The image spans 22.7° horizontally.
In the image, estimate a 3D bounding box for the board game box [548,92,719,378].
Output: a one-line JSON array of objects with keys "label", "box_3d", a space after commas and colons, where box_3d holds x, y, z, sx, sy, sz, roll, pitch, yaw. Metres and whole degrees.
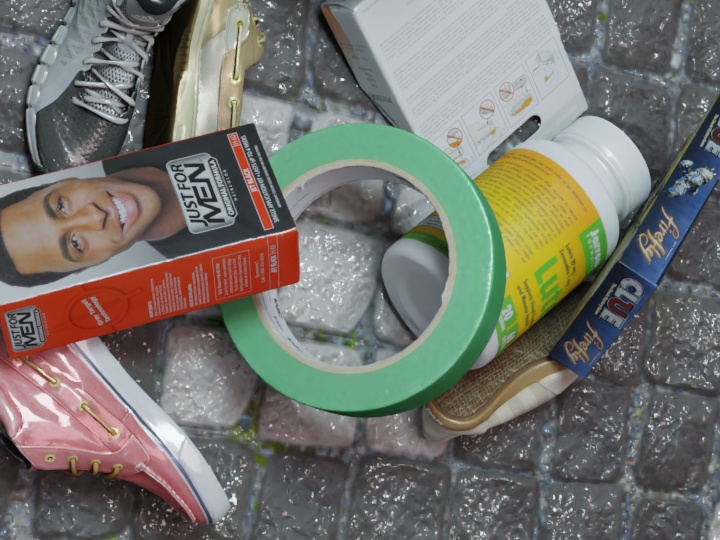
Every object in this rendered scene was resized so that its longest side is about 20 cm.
[{"label": "board game box", "box_3d": [0.220, -0.027, 1.343, 0.035, 0.136, 0.200, 34, 54, 4]}]

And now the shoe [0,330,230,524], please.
[{"label": "shoe", "box_3d": [-0.181, 0.115, 1.210, 0.091, 0.071, 0.200, -43, 102, -19]}]

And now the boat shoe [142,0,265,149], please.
[{"label": "boat shoe", "box_3d": [-0.103, -0.154, 1.253, 0.066, 0.074, 0.201, 9, 95, -29]}]

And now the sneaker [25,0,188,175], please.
[{"label": "sneaker", "box_3d": [-0.164, -0.150, 1.193, 0.075, 0.115, 0.201, 17, 82, -25]}]

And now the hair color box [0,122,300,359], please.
[{"label": "hair color box", "box_3d": [-0.149, -0.021, 1.180, 0.199, 0.061, 0.102, -16, 54, -12]}]

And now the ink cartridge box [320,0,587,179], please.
[{"label": "ink cartridge box", "box_3d": [0.077, -0.164, 1.366, 0.162, 0.050, 0.201, -41, 124, -22]}]

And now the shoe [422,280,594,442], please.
[{"label": "shoe", "box_3d": [0.123, 0.070, 1.374, 0.199, 0.054, 0.070, -30, 62, -27]}]

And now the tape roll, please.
[{"label": "tape roll", "box_3d": [0.000, 0.000, 1.243, 0.199, 0.048, 0.202, -3, 80, 16]}]

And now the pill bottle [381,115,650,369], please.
[{"label": "pill bottle", "box_3d": [0.122, -0.027, 1.336, 0.200, 0.111, 0.111, -39, 105, -23]}]
